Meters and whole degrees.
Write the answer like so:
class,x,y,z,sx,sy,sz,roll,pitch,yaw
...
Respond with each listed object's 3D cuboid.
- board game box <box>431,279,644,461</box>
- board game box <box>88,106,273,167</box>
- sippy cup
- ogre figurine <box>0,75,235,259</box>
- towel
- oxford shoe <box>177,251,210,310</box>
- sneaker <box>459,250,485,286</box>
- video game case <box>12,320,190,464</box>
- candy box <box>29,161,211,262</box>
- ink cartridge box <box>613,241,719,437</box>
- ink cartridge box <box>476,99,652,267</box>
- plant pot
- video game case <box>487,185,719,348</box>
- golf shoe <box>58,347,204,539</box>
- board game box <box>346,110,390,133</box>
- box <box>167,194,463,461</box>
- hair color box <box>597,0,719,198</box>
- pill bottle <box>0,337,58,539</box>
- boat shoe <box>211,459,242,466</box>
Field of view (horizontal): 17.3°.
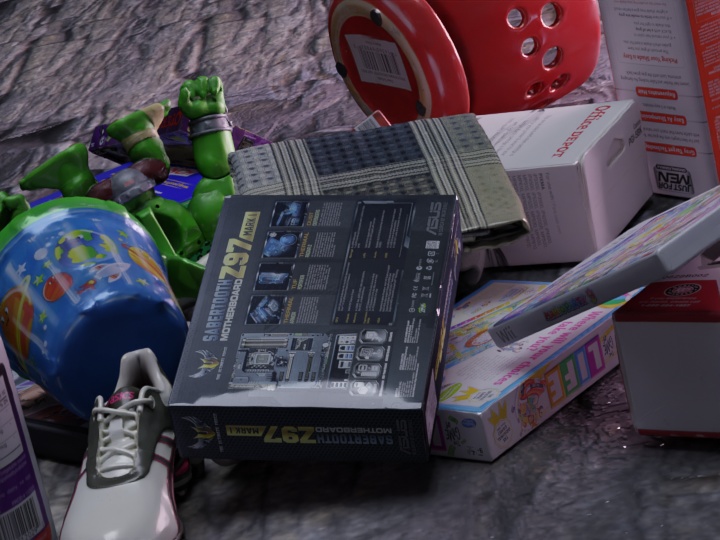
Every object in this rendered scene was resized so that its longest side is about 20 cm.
class,x,y,z,sx,sy,sz,roll,pitch,yaw
board game box,0.085,0.061,1.542,0.134,0.034,0.200,3,24,40
board game box,-0.141,-0.098,2.016,0.120,0.032,0.200,19,-11,-26
sippy cup,-0.177,0.035,1.586,0.178,0.140,0.130,-41,33,-4
ogre figurine,-0.171,-0.049,1.780,0.200,0.120,0.098,-29,-4,-24
towel,0.008,-0.048,1.663,0.192,0.035,0.200,-9,28,-4
oxford shoe,-0.071,-0.006,1.810,0.200,0.058,0.075,-28,-2,-32
sneaker,0.000,0.000,1.730,0.200,0.075,0.081,-21,59,19
video game case,-0.179,0.080,1.681,0.200,0.026,0.181,6,26,45
candy box,-0.207,-0.020,1.920,0.200,0.077,0.169,-26,21,-31
ink cartridge box,0.266,0.024,1.428,0.147,0.083,0.200,0,22,36
ink cartridge box,0.106,-0.063,1.817,0.200,0.083,0.147,-4,21,27
plant pot,0.085,-0.213,2.117,0.182,0.200,0.200,-33,25,-25
video game case,0.176,-0.014,1.428,0.143,0.018,0.200,-33,2,-29
golf shoe,-0.147,0.121,1.441,0.077,0.088,0.200,-9,20,6
board game box,-0.029,-0.076,1.883,0.103,0.019,0.200,-36,-2,-7
box,-0.024,0.032,1.482,0.158,0.051,0.200,0,41,9
hair color box,0.246,-0.158,1.820,0.061,0.200,0.101,-24,21,-31
pill bottle,-0.257,0.092,1.415,0.111,0.200,0.111,-12,18,4
boat shoe,-0.045,0.058,1.564,0.060,0.074,0.200,-18,17,29
